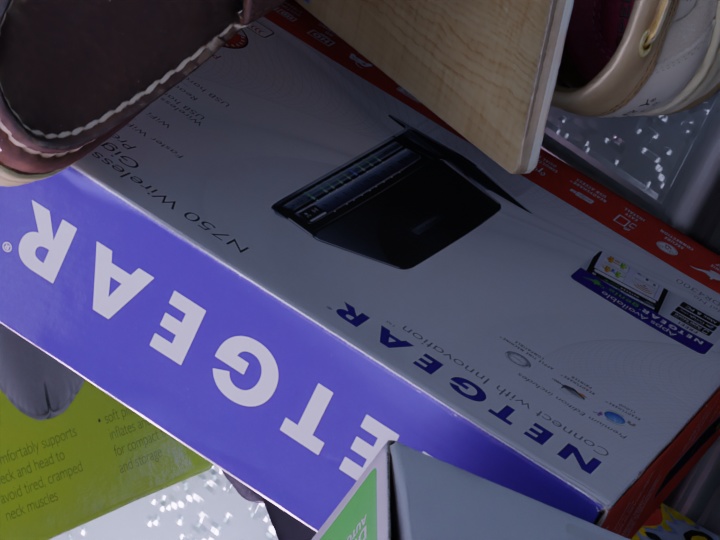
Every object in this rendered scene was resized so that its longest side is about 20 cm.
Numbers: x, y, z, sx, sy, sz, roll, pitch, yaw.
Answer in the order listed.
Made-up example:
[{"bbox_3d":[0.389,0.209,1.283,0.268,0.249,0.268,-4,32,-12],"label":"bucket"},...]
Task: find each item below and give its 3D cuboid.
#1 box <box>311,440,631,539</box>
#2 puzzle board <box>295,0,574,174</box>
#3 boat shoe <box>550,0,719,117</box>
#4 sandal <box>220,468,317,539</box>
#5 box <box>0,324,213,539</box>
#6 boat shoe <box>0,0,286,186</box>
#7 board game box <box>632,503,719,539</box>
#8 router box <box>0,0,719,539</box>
[{"bbox_3d":[0.031,0.164,0.630,0.176,0.097,0.200,23,122,-21],"label":"box"},{"bbox_3d":[0.011,-0.136,0.750,0.200,0.017,0.151,43,130,50],"label":"puzzle board"},{"bbox_3d":[0.072,-0.137,0.733,0.073,0.069,0.201,5,103,31],"label":"boat shoe"},{"bbox_3d":[-0.012,0.049,0.730,0.043,0.076,0.200,-62,25,23],"label":"sandal"},{"bbox_3d":[-0.124,-0.015,0.850,0.048,0.122,0.201,-17,92,33],"label":"box"},{"bbox_3d":[-0.027,-0.100,0.647,0.072,0.200,0.072,0,131,50],"label":"boat shoe"},{"bbox_3d":[0.104,0.152,0.756,0.200,0.105,0.103,29,114,23],"label":"board game box"},{"bbox_3d":[0.000,0.000,0.725,0.200,0.179,0.049,32,114,11],"label":"router box"}]
